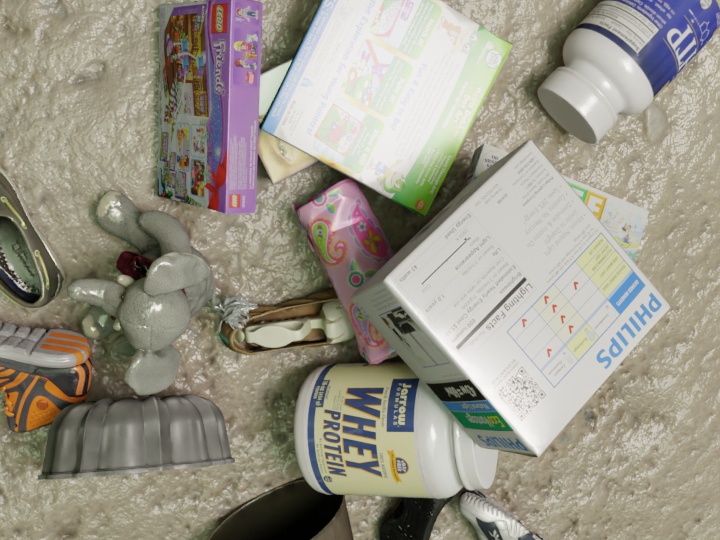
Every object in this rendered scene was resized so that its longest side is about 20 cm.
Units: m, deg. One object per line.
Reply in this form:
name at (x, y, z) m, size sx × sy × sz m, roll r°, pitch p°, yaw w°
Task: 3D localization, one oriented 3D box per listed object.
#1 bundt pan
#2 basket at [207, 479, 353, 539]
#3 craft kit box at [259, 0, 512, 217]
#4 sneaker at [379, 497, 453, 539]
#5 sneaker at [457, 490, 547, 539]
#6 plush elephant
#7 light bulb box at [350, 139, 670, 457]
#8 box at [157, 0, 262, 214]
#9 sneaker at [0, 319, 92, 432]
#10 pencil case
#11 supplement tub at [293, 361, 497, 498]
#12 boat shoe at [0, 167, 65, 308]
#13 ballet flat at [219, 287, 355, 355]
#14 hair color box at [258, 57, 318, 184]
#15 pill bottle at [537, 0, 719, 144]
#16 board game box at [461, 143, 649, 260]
bundt pan at (-0.234, 0.174, 0.797) m, size 0.199 × 0.202 × 0.077 m, roll -3°, pitch 79°, yaw -9°
basket at (-0.068, 0.381, 0.897) m, size 0.179 × 0.136 × 0.202 m, roll -23°, pitch 108°, yaw -10°
craft kit box at (0.026, -0.189, 0.771) m, size 0.196 × 0.049 × 0.202 m, roll 27°, pitch 96°, yaw -13°
sneaker at (0.090, 0.274, 0.928) m, size 0.060 × 0.104 × 0.201 m, roll 35°, pitch 133°, yaw 19°
sneaker at (0.174, 0.380, 0.962) m, size 0.199 × 0.079 × 0.130 m, roll 40°, pitch 84°, yaw -25°
plush elephant at (-0.217, 0.028, 0.758) m, size 0.198 × 0.155 × 0.167 m, roll 19°, pitch 100°, yaw 6°
light bulb box at (0.134, 0.029, 0.698) m, size 0.198 × 0.125 × 0.200 m, roll -42°, pitch 93°, yaw -17°
box at (-0.156, -0.166, 0.761) m, size 0.039 × 0.136 × 0.203 m, roll -7°, pitch 106°, yaw -42°
sneaker at (-0.392, 0.115, 0.810) m, size 0.198 × 0.078 × 0.113 m, roll 12°, pitch 114°, yaw 1°
pencil case at (0.000, 0.000, 0.823) m, size 0.087 × 0.087 × 0.202 m, roll -27°, pitch 88°, yaw -3°
supplement tub at (0.042, 0.174, 0.827) m, size 0.198 × 0.145 × 0.147 m, roll -5°, pitch 105°, yaw 22°
boat shoe at (-0.384, -0.049, 0.783) m, size 0.072 × 0.060 × 0.203 m, roll -32°, pitch 105°, yaw -2°
ballet flat at (-0.062, 0.061, 0.857) m, size 0.197 × 0.072 × 0.069 m, roll -7°, pitch 103°, yaw -9°
hair color box at (-0.033, -0.188, 0.814) m, size 0.198 × 0.065 × 0.110 m, roll -28°, pitch 106°, yaw -2°
pill bottle at (0.296, -0.244, 0.830) m, size 0.120 × 0.120 × 0.200 m, roll 42°, pitch 93°, yaw -15°
board game box at (0.196, -0.035, 0.803) m, size 0.198 × 0.034 × 0.136 m, roll 20°, pitch 82°, yaw -7°
